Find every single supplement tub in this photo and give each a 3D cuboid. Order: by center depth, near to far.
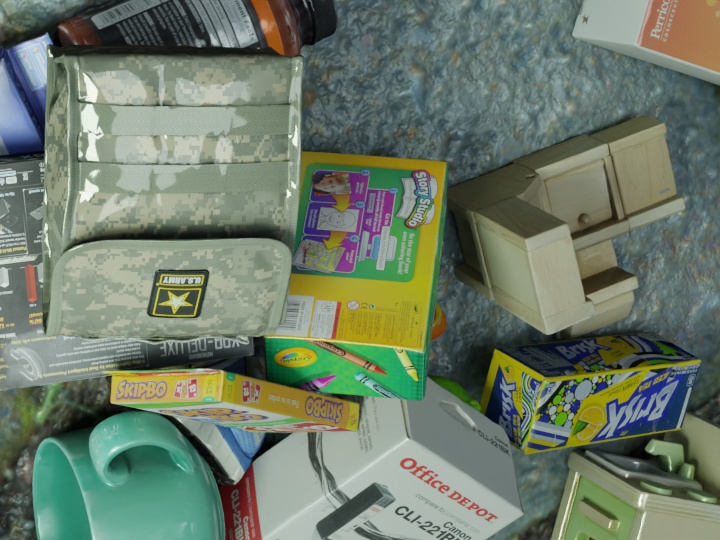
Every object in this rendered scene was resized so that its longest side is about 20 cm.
[{"bbox_3d":[-0.118,-0.169,1.403,0.199,0.107,0.108,-25,111,-18],"label":"supplement tub"}]

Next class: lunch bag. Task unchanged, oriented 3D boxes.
[{"bbox_3d":[-0.128,-0.046,1.263,0.162,0.118,0.202,-1,101,-17],"label":"lunch bag"}]

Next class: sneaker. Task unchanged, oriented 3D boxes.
[{"bbox_3d":[-0.141,0.068,1.471,0.089,0.078,0.201,-49,114,-29],"label":"sneaker"}]

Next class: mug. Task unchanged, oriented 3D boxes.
[{"bbox_3d":[-0.163,0.186,1.416,0.113,0.185,0.154,-8,83,-26],"label":"mug"}]

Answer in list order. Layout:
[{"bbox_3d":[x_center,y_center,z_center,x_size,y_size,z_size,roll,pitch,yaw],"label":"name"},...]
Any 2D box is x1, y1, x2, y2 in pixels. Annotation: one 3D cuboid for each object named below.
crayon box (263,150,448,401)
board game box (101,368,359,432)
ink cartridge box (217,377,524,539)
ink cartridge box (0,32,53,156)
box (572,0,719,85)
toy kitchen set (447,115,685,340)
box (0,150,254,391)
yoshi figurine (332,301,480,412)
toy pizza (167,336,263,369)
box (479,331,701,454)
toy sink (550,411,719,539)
[{"bbox_3d":[0.000,0.000,1.428,0.118,0.201,0.059,5,137,5],"label":"crayon box"},{"bbox_3d":[-0.091,0.093,1.362,0.200,0.095,0.030,24,67,-56],"label":"board game box"},{"bbox_3d":[0.007,0.179,1.486,0.200,0.084,0.144,-38,129,23],"label":"ink cartridge box"},{"bbox_3d":[-0.288,-0.076,1.352,0.199,0.042,0.120,-24,110,-2],"label":"ink cartridge box"},{"bbox_3d":[0.300,-0.236,1.580,0.198,0.106,0.154,13,96,-27],"label":"box"},{"bbox_3d":[0.198,-0.004,1.541,0.199,0.180,0.165,-21,110,-15],"label":"toy kitchen set"},{"bbox_3d":[-0.179,-0.008,1.338,0.198,0.050,0.159,-8,101,-17],"label":"box"},{"bbox_3d":[0.043,0.084,1.527,0.111,0.113,0.201,3,135,10],"label":"yoshi figurine"},{"bbox_3d":[-0.140,-0.021,1.421,0.199,0.032,0.202,8,72,-26],"label":"toy pizza"},{"bbox_3d":[0.193,0.100,1.592,0.199,0.064,0.071,-3,115,-41],"label":"box"},{"bbox_3d":[0.242,0.222,1.640,0.111,0.130,0.202,12,97,-26],"label":"toy sink"}]
